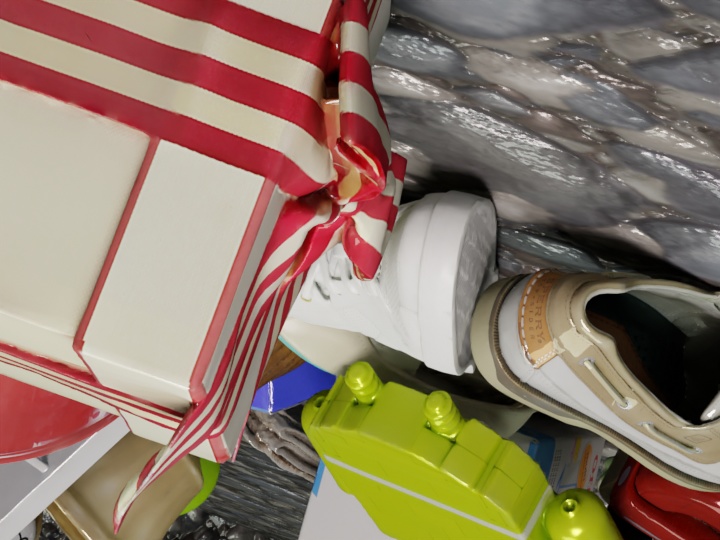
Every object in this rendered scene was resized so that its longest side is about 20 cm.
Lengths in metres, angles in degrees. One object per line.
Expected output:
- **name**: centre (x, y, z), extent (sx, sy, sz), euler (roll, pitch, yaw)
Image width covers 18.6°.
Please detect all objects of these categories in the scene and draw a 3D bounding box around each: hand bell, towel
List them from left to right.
- **hand bell**: centre (-0.073, 0.069, 1.130), extent (0.104, 0.200, 0.104), euler (45, 165, 16)
- **towel**: centre (-0.077, 0.076, 1.391), extent (0.200, 0.035, 0.132), euler (40, 180, 42)

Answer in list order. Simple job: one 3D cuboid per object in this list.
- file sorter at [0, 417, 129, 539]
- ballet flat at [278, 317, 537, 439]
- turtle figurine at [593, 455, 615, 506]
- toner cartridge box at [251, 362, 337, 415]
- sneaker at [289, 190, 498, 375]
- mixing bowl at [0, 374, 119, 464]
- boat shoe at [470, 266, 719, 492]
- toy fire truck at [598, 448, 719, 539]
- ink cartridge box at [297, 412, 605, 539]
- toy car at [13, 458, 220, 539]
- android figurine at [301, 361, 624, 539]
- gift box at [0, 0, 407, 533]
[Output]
- **file sorter**: centre (-0.195, 0.036, 1.054), extent (0.125, 0.200, 0.139), euler (44, -173, -36)
- **ballet flat**: centre (0.034, 0.035, 1.132), extent (0.069, 0.070, 0.200), euler (9, 166, 44)
- **turtle figurine**: centre (0.185, 0.178, 1.267), extent (0.143, 0.201, 0.194), euler (33, -179, 15)
- **toner cartridge box**: centre (-0.094, 0.033, 1.261), extent (0.199, 0.044, 0.095), euler (11, -162, 39)
- **sneaker**: centre (0.000, 0.000, 0.968), extent (0.115, 0.074, 0.200), euler (16, 170, 6)
- **mixing bowl**: centre (-0.141, -0.043, 0.793), extent (0.199, 0.201, 0.109), euler (22, 142, -9)
- **boat shoe**: centre (0.144, 0.049, 0.939), extent (0.199, 0.075, 0.068), euler (16, 163, -31)
- **toy fire truck**: centre (0.218, 0.131, 1.058), extent (0.175, 0.129, 0.200), euler (33, 158, -4)
- **ink cartridge box**: centre (0.060, 0.141, 1.317), extent (0.124, 0.129, 0.200), euler (16, -177, 20)
- **toy car**: centre (-0.199, 0.132, 1.202), extent (0.157, 0.201, 0.164), euler (14, 157, 34)
- **android figurine**: centre (0.047, 0.109, 1.097), extent (0.181, 0.041, 0.200), euler (19, 155, 34)
- **gift box**: centre (-0.083, -0.035, 0.645), extent (0.186, 0.201, 0.185), euler (18, 174, 4)
